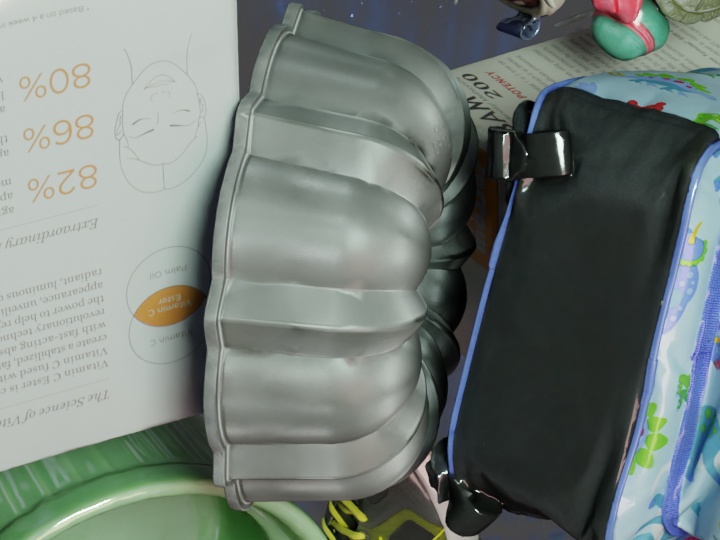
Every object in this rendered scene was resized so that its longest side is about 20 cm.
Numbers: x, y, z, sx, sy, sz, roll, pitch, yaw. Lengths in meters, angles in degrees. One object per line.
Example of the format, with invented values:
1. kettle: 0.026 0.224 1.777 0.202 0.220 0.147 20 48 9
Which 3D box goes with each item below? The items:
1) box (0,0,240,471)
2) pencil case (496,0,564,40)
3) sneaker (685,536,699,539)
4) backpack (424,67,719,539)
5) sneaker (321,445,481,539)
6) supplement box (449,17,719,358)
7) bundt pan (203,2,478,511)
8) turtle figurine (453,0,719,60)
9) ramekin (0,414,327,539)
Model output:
1. box: -0.132 -0.037 0.869 0.151 0.106 0.201 -15 126 -23
2. pencil case: 0.116 -0.174 0.871 0.200 0.089 0.078 -37 148 -10
3. sneaker: 0.146 0.093 1.144 0.081 0.088 0.200 -33 154 -5
4. backpack: 0.145 0.017 0.916 0.200 0.146 0.184 -16 121 -54
5. sneaker: 0.010 0.135 1.089 0.084 0.075 0.201 -29 130 -11
6. supplement box: 0.127 -0.044 1.043 0.199 0.074 0.127 -18 126 -22
7. bundt pan: 0.000 0.000 0.910 0.075 0.202 0.203 8 123 10
8. turtle figurine: 0.138 -0.154 0.968 0.200 0.101 0.150 -50 138 -4
9. ramekin: -0.115 0.148 1.006 0.199 0.098 0.201 -16 127 -22
